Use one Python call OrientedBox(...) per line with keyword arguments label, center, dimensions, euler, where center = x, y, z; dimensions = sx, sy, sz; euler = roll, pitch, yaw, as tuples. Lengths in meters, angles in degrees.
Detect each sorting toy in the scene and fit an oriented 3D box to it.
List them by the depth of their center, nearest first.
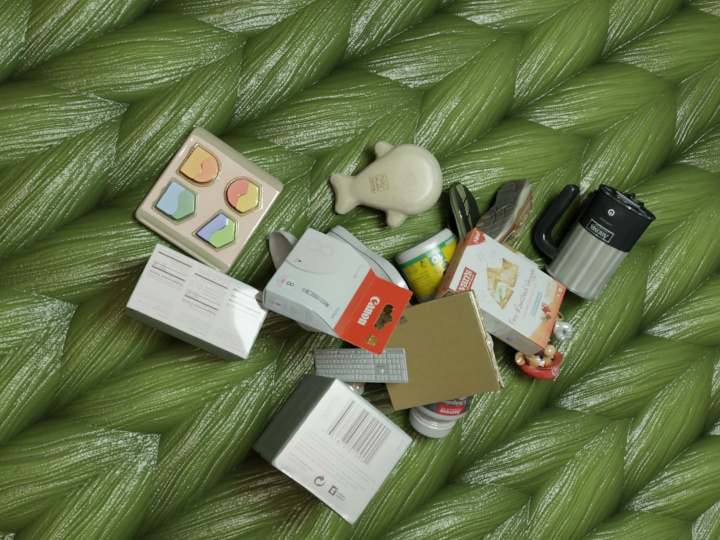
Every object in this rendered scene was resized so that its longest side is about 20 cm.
OrientedBox(label="sorting toy", center=(-0.256, -0.122, 1.372), dimensions=(0.185, 0.036, 0.200), euler=(34, 77, -10))

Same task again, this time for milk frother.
OrientedBox(label="milk frother", center=(0.457, -0.065, 1.523), dimensions=(0.200, 0.181, 0.188), euler=(9, 120, -42))

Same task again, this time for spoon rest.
OrientedBox(label="spoon rest", center=(-0.108, 0.022, 1.375), dimensions=(0.061, 0.099, 0.200), euler=(-31, 102, -29))

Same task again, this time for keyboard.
OrientedBox(label="keyboard", center=(-0.003, 0.160, 1.345), dimensions=(0.011, 0.200, 0.056), euler=(1, 85, -50))

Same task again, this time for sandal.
OrientedBox(label="sandal", center=(0.187, -0.062, 1.475), dimensions=(0.080, 0.057, 0.201), euler=(-23, 105, -55))

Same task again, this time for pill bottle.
OrientedBox(label="pill bottle", center=(0.148, 0.188, 1.377), dimensions=(0.111, 0.111, 0.200), euler=(6, 122, -15))
OrientedBox(label="pill bottle", center=(0.156, 0.036, 1.432), dimensions=(0.113, 0.113, 0.200), euler=(-29, 93, -16))

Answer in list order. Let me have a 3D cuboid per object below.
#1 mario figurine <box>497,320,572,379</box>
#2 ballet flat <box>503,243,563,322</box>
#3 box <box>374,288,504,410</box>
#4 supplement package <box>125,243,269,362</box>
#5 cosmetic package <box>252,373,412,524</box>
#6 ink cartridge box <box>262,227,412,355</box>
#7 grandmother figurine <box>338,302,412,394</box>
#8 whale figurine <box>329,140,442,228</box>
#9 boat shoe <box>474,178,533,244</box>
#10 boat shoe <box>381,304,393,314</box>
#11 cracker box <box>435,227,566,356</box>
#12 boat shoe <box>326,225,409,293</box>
OrientedBox(label="mario figurine", center=(0.313, 0.106, 1.439), dimensions=(0.123, 0.106, 0.200), euler=(-25, 99, 15))
OrientedBox(label="ballet flat", center=(0.320, 0.022, 1.502), dimensions=(0.200, 0.063, 0.069), euler=(59, 29, -8))
OrientedBox(label="box", center=(0.116, 0.133, 1.289), dimensions=(0.021, 0.200, 0.164), euler=(-19, 91, -59))
OrientedBox(label="supplement package", center=(-0.264, 0.058, 1.289), dimensions=(0.200, 0.156, 0.111), euler=(27, 75, -12))
OrientedBox(label="cosmetic package", center=(-0.052, 0.283, 1.304), dimensions=(0.165, 0.200, 0.165), euler=(40, 75, -9))
OrientedBox(label="ink cartridge box", center=(-0.030, 0.029, 1.257), dimensions=(0.200, 0.057, 0.163), euler=(20, 44, 12))
OrientedBox(label="grandmother figurine", center=(0.033, 0.148, 1.379), dimensions=(0.200, 0.061, 0.121), euler=(-46, 75, 16))
OrientedBox(label="whale figurine", center=(0.049, -0.153, 1.442), dimensions=(0.200, 0.104, 0.159), euler=(-12, 89, 8))
OrientedBox(label="boat shoe", center=(0.273, -0.089, 1.476), dimensions=(0.200, 0.076, 0.072), euler=(-52, 125, -33))
OrientedBox(label="boat shoe", center=(0.046, 0.067, 1.421), dimensions=(0.200, 0.068, 0.075), euler=(32, 77, -10))
OrientedBox(label="cracker box", center=(0.241, 0.037, 1.362), dimensions=(0.200, 0.058, 0.134), euler=(31, 60, -9))
OrientedBox(label="boat shoe", center=(0.000, 0.000, 1.378), dimensions=(0.065, 0.074, 0.200), euler=(-39, 53, -18))
